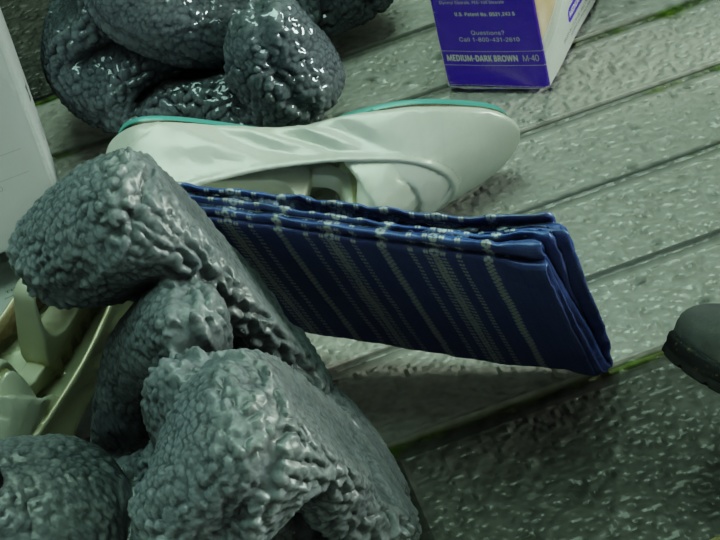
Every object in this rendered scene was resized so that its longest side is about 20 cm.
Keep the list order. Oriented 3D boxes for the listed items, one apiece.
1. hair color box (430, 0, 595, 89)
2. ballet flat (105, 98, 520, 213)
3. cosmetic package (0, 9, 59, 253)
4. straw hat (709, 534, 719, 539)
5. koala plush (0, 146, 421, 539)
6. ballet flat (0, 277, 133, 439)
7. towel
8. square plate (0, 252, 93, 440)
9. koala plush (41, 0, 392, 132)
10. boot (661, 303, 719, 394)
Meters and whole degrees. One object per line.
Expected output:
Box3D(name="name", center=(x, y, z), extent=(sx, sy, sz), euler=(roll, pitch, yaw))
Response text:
Box3D(name="hair color box", center=(0.070, -0.206, 1.120), extent=(0.064, 0.201, 0.110), euler=(2, 38, 25))
Box3D(name="ballet flat", center=(-0.021, -0.038, 1.041), extent=(0.198, 0.070, 0.070), euler=(-2, 34, -4))
Box3D(name="cosmetic package", center=(-0.239, -0.118, 1.089), extent=(0.122, 0.201, 0.199), euler=(-22, 22, -7))
Box3D(name="straw hat", center=(0.168, 0.109, 0.742), extent=(0.200, 0.085, 0.202), euler=(-10, 35, 7))
Box3D(name="koala plush", center=(-0.096, 0.098, 0.830), extent=(0.200, 0.184, 0.178), euler=(-37, 50, 4))
Box3D(name="ballet flat", center=(-0.145, 0.040, 0.947), extent=(0.069, 0.070, 0.201), euler=(10, 55, 32))
Box3D(name="towel", center=(0.000, 0.000, 0.905), extent=(0.199, 0.145, 0.024), euler=(9, 71, 19))
Box3D(name="square plate", center=(-0.151, 0.016, 1.053), extent=(0.199, 0.029, 0.198), euler=(-24, 35, -11))
Box3D(name="koala plush", center=(-0.101, -0.189, 1.143), extent=(0.182, 0.201, 0.178), euler=(-5, 30, 17))
Box3D(name="boot", center=(0.208, 0.000, 0.786), extent=(0.199, 0.133, 0.070), euler=(14, 3, 39))
